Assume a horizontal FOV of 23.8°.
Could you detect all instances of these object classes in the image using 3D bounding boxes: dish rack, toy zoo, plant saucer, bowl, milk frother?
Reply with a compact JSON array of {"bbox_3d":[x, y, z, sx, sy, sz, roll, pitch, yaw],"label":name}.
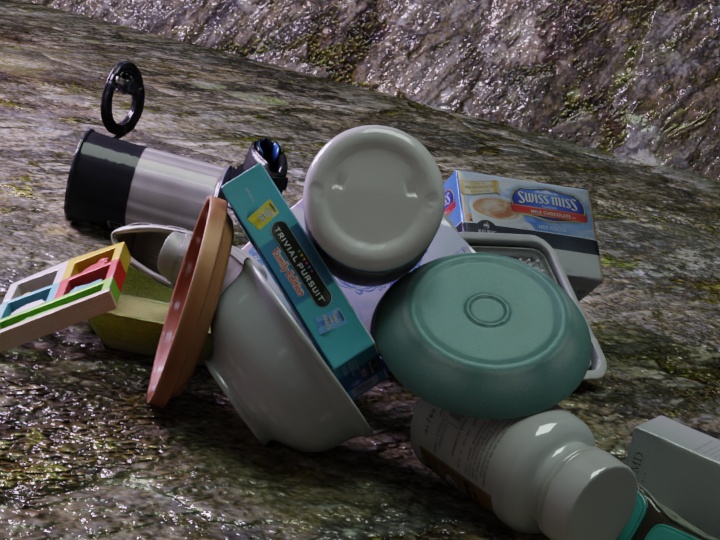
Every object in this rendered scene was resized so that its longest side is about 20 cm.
[{"bbox_3d":[0.184,0.050,1.976,0.170,0.044,0.202,1,56,-37],"label":"dish rack"},{"bbox_3d":[-0.297,0.021,1.709,0.130,0.021,0.200,-20,17,4],"label":"toy zoo"},{"bbox_3d":[0.113,0.046,1.536,0.197,0.036,0.201,3,45,-3],"label":"plant saucer"},{"bbox_3d":[-0.080,0.095,1.562,0.202,0.090,0.201,53,-4,6],"label":"bowl"},{"bbox_3d":[-0.249,-0.142,2.132,0.186,0.202,0.181,14,11,1],"label":"milk frother"},{"bbox_3d":[-0.190,0.049,1.784,0.198,0.048,0.200,12,15,-8],"label":"plant saucer"},{"bbox_3d":[-0.155,0.031,1.588,0.032,0.202,0.200,17,14,-9],"label":"plant saucer"}]

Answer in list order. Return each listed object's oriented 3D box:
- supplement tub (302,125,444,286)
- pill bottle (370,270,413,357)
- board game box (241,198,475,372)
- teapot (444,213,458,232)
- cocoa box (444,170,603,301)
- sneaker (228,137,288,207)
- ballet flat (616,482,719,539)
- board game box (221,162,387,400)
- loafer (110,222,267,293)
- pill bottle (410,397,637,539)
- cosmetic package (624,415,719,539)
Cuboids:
[{"bbox_3d":[0.010,-0.057,1.606,0.130,0.133,0.200,13,-4,0],"label":"supplement tub"},{"bbox_3d":[0.103,0.091,1.670,0.106,0.107,0.200,31,-10,48],"label":"pill bottle"},{"bbox_3d":[0.000,0.000,1.759,0.199,0.199,0.043,48,-6,25],"label":"board game box"},{"bbox_3d":[0.020,0.008,1.852,0.198,0.200,0.146,-16,0,20],"label":"teapot"},{"bbox_3d":[0.183,-0.029,2.145,0.198,0.133,0.133,7,-28,-24],"label":"cocoa box"},{"bbox_3d":[-0.148,-0.136,2.365,0.072,0.113,0.200,6,17,-29],"label":"sneaker"},{"bbox_3d":[0.260,0.238,1.510,0.064,0.068,0.200,37,-3,-41],"label":"ballet flat"},{"bbox_3d":[-0.050,0.013,1.592,0.201,0.047,0.151,58,-4,15],"label":"board game box"},{"bbox_3d":[-0.179,-0.006,1.758,0.199,0.071,0.070,15,-3,39],"label":"loafer"},{"bbox_3d":[0.146,0.168,1.525,0.114,0.116,0.199,0,22,-41],"label":"pill bottle"},{"bbox_3d":[0.333,0.217,1.546,0.198,0.103,0.074,21,15,27],"label":"cosmetic package"}]
